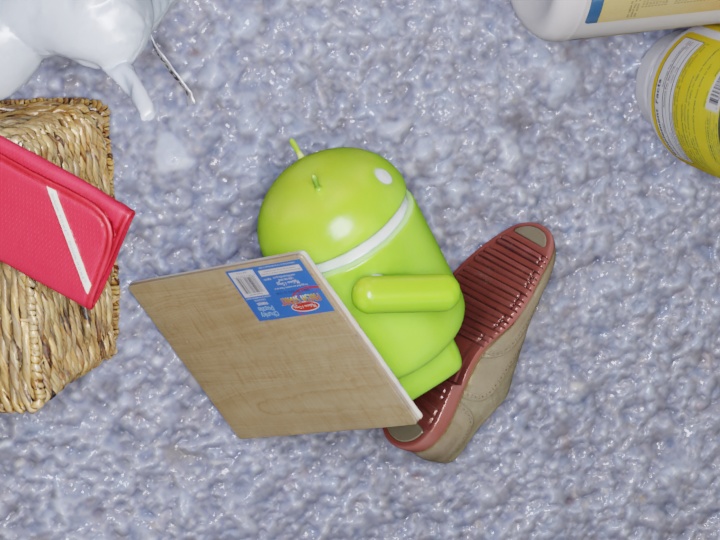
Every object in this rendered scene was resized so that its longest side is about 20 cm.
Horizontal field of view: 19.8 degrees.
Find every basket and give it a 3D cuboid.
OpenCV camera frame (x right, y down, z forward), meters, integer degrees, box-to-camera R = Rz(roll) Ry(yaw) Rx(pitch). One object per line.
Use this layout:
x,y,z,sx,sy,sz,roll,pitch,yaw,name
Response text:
-0.260,-0.015,1.443,0.142,0.149,0.201,2,106,16,basket

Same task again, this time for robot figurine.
0.000,0.000,1.468,0.115,0.176,0.201,-30,117,-4,robot figurine

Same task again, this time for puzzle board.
-0.061,0.054,1.463,0.017,0.199,0.151,-49,115,-35,puzzle board

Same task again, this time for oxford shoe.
0.092,0.056,1.579,0.200,0.070,0.075,-55,138,0,oxford shoe

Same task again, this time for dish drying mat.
-0.246,-0.052,1.339,0.199,0.018,0.077,28,111,8,dish drying mat

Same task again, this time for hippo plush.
-0.213,-0.179,1.395,0.160,0.159,0.201,-20,95,20,hippo plush

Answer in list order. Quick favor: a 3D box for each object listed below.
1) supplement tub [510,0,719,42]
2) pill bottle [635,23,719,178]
0.212,-0.245,1.487,0.199,0.145,0.146,-8,106,-16,supplement tub
0.279,-0.121,1.509,0.112,0.200,0.113,-4,105,-16,pill bottle
